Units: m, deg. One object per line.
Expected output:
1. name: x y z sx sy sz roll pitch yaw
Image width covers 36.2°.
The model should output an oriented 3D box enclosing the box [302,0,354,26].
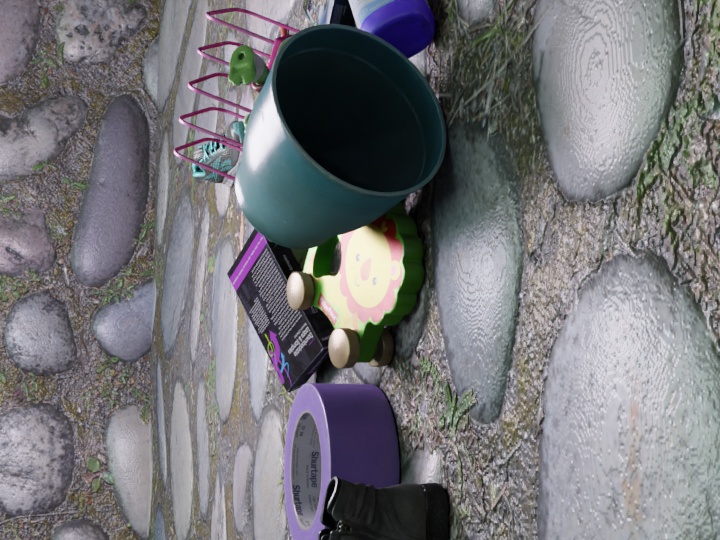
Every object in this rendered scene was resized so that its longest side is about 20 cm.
1. box: -0.028 -0.415 1.479 0.137 0.037 0.202 -111 30 -50

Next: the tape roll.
1. tape roll: -0.026 0.235 1.300 0.200 0.084 0.203 -176 90 -71

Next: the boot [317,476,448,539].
1. boot: 0.018 0.306 1.081 0.070 0.130 0.202 142 129 -65

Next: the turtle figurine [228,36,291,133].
1. turtle figurine: -0.074 -0.183 1.321 0.143 0.194 0.201 32 88 29

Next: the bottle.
1. bottle: 0.026 -0.318 1.237 0.065 0.083 0.201 53 -163 -46

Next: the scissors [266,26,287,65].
1. scissors: -0.154 -0.348 1.883 0.200 0.014 0.074 139 130 -63

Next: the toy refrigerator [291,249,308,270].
1. toy refrigerator: -0.103 -0.037 1.585 0.070 0.075 0.201 -105 27 -43

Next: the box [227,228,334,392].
1. box: -0.110 0.050 1.524 0.201 0.036 0.143 62 145 17

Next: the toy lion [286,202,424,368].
1. toy lion: 0.000 0.000 1.267 0.200 0.068 0.193 47 127 48

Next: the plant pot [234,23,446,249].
1. plant pot: -0.039 -0.123 1.175 0.188 0.198 0.202 -43 46 51

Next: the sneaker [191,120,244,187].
1. sneaker: -0.270 -0.218 2.088 0.200 0.090 0.078 126 142 -58

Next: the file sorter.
1. file sorter: -0.155 -0.233 1.461 0.139 0.124 0.202 -41 -29 -66
